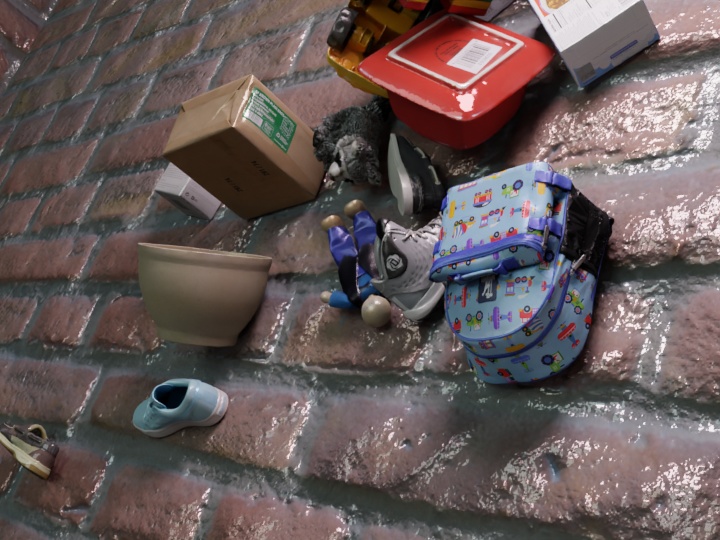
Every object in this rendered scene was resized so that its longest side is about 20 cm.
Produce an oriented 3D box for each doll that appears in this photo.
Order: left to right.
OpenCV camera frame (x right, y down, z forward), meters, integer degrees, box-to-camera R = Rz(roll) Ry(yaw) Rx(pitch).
[{"bbox_3d":[0.000,0.000,1.280,0.135,0.049,0.202,-32,46,11],"label":"doll"}]

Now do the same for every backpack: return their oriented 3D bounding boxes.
[{"bbox_3d":[0.161,0.011,1.024,0.181,0.134,0.203,-10,56,44],"label":"backpack"}]

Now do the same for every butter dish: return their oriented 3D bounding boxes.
[{"bbox_3d":[0.126,-0.228,1.260,0.198,0.150,0.199,31,54,32],"label":"butter dish"}]

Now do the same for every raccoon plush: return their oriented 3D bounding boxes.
[{"bbox_3d":[0.013,-0.207,1.390,0.133,0.096,0.202,16,73,58],"label":"raccoon plush"}]

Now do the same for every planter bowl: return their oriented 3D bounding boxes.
[{"bbox_3d":[-0.234,0.038,1.411,0.199,0.198,0.138,10,94,50],"label":"planter bowl"}]

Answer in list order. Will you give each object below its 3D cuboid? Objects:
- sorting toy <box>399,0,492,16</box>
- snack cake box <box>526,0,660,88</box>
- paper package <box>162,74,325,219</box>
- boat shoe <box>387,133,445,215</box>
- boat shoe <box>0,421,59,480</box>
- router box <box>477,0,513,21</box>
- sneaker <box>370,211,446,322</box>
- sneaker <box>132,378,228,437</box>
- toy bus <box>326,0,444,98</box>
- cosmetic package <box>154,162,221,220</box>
[{"bbox_3d":[0.082,-0.424,1.272,0.201,0.197,0.070,60,137,27],"label":"sorting toy"},{"bbox_3d":[0.285,-0.337,1.225,0.114,0.067,0.202,-31,41,17],"label":"snack cake box"},{"bbox_3d":[-0.176,-0.187,1.506,0.188,0.199,0.105,-12,52,40],"label":"paper package"},{"bbox_3d":[0.072,-0.134,1.303,0.059,0.075,0.201,-4,25,-4],"label":"boat shoe"},{"bbox_3d":[-0.566,0.296,1.645,0.066,0.072,0.199,-51,35,-17],"label":"boat shoe"},{"bbox_3d":[0.144,-0.428,1.482,0.199,0.049,0.181,-36,39,22],"label":"router box"},{"bbox_3d":[0.081,-0.048,1.162,0.202,0.115,0.075,-57,11,-7],"label":"sneaker"},{"bbox_3d":[-0.283,0.190,1.404,0.198,0.082,0.075,-19,46,37],"label":"sneaker"},{"bbox_3d":[0.022,-0.337,1.395,0.203,0.134,0.192,-64,10,-15],"label":"toy bus"},{"bbox_3d":[-0.271,-0.202,1.720,0.107,0.085,0.202,16,72,51],"label":"cosmetic package"}]
